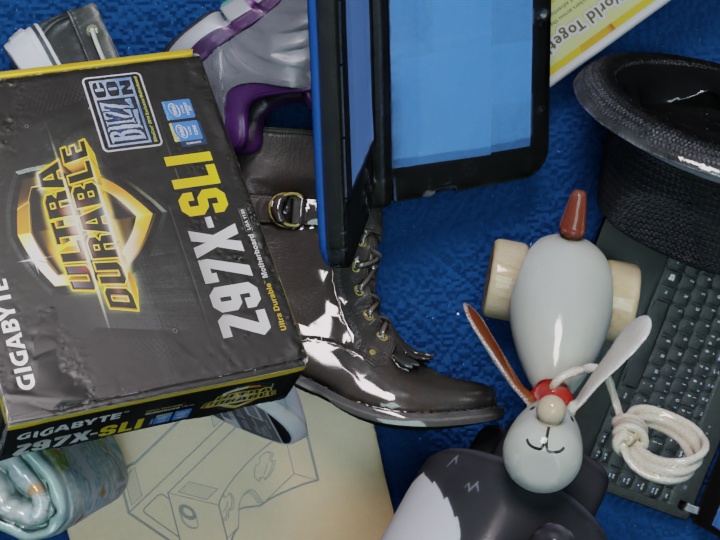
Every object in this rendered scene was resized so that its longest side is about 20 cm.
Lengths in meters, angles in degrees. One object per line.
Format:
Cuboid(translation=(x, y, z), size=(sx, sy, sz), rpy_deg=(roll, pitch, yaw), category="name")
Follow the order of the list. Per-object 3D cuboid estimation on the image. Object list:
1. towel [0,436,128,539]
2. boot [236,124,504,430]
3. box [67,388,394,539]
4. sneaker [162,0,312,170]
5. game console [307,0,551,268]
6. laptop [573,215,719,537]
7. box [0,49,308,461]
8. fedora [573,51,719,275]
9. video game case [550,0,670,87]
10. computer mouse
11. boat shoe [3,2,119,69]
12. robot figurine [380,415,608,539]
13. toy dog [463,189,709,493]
Cuboid(translation=(-0.213, 0.058, 0.909), size=(0.048, 0.171, 0.200), rpy_deg=(-43, 87, 6), category="towel")
Cuboid(translation=(0.000, 0.000, 0.980), size=(0.199, 0.069, 0.175), rpy_deg=(11, 83, 1), category="boot")
Cuboid(translation=(-0.086, 0.122, 1.022), size=(0.199, 0.021, 0.164), rpy_deg=(-14, 97, -5), category="box")
Cuboid(translation=(-0.019, -0.143, 0.955), size=(0.200, 0.074, 0.088), rpy_deg=(-38, 80, 17), category="sneaker")
Cuboid(translation=(0.042, -0.119, 0.890), size=(0.118, 0.171, 0.201), rpy_deg=(1, 113, 8), category="game console")
Cuboid(translation=(0.222, 0.077, 1.012), size=(0.199, 0.103, 0.178), rpy_deg=(21, 94, -9), category="laptop")
Cuboid(translation=(-0.134, -0.014, 0.862), size=(0.159, 0.049, 0.201), rpy_deg=(-9, 64, -25), category="box")
Cuboid(translation=(0.212, -0.054, 0.973), size=(0.200, 0.201, 0.092), rpy_deg=(11, 117, -8), category="fedora")
Cuboid(translation=(0.109, -0.218, 0.964), size=(0.200, 0.023, 0.182), rpy_deg=(-35, 101, 23), category="video game case")
Cuboid(translation=(-0.110, 0.041, 0.932), size=(0.199, 0.110, 0.044), rpy_deg=(21, 68, 17), category="computer mouse")
Cuboid(translation=(-0.128, -0.068, 0.956), size=(0.071, 0.072, 0.200), rpy_deg=(-32, 87, -4), category="boat shoe")
Cuboid(translation=(0.063, 0.181, 0.942), size=(0.124, 0.150, 0.200), rpy_deg=(20, 64, 24), category="robot figurine")
Cuboid(translation=(0.118, 0.029, 0.944), size=(0.131, 0.200, 0.097), rpy_deg=(-4, 126, -12), category="toy dog")
